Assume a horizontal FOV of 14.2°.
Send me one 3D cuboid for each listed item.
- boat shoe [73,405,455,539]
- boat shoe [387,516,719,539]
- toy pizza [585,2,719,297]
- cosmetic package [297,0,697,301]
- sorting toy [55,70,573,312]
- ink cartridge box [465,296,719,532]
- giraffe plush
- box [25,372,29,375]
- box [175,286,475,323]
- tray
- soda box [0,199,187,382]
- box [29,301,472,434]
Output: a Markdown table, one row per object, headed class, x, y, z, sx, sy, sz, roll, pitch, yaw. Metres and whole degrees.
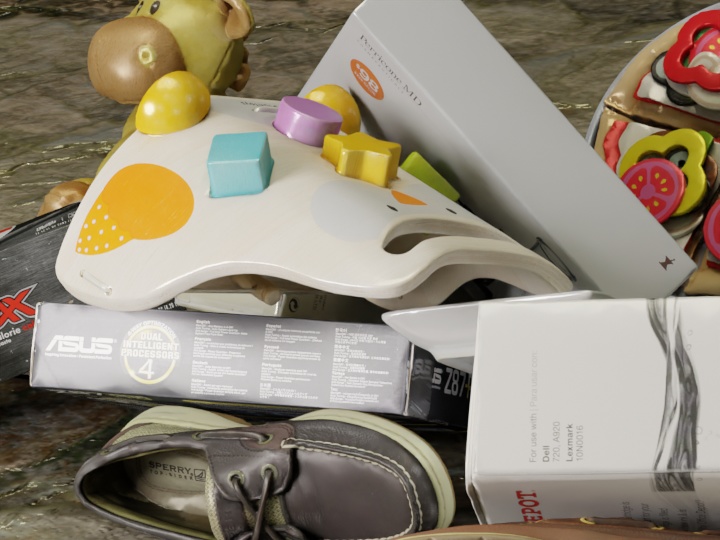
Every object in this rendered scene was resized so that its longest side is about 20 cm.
| class | x | y | z | sx | sy | sz | roll | pitch | yaw |
| --- | --- | --- | --- | --- | --- | --- | --- | --- | --- |
| boat shoe | -0.047 | 0.105 | 1.332 | 0.199 | 0.074 | 0.065 | -1 | 21 | 40 |
| boat shoe | 0.096 | 0.137 | 1.191 | 0.199 | 0.072 | 0.068 | 3 | 12 | 1 |
| toy pizza | 0.209 | -0.071 | 1.563 | 0.199 | 0.032 | 0.201 | -13 | 57 | 20 |
| cosmetic package | 0.063 | -0.045 | 1.420 | 0.052 | 0.200 | 0.151 | -41 | -2 | -19 |
| sorting toy | -0.002 | -0.017 | 1.324 | 0.199 | 0.107 | 0.180 | 1 | 15 | -45 |
| ink cartridge box | 0.151 | 0.072 | 1.243 | 0.199 | 0.085 | 0.146 | -1 | -22 | 8 |
| giraffe plush | -0.114 | -0.103 | 1.838 | 0.172 | 0.163 | 0.200 | 4 | 19 | 25 |
| box | -0.199 | 0.033 | 1.633 | 0.199 | 0.039 | 0.041 | 7 | 21 | 31 |
| box | 0.000 | 0.000 | 1.531 | 0.082 | 0.069 | 0.199 | 10 | 0 | 42 |
| tray | 0.099 | 0.041 | 1.351 | 0.107 | 0.022 | 0.200 | -6 | -13 | 26 |
| soda box | -0.197 | 0.021 | 1.534 | 0.199 | 0.071 | 0.063 | -21 | 12 | -4 |
| box | -0.041 | 0.051 | 1.434 | 0.199 | 0.049 | 0.161 | 3 | -4 | 21 |
